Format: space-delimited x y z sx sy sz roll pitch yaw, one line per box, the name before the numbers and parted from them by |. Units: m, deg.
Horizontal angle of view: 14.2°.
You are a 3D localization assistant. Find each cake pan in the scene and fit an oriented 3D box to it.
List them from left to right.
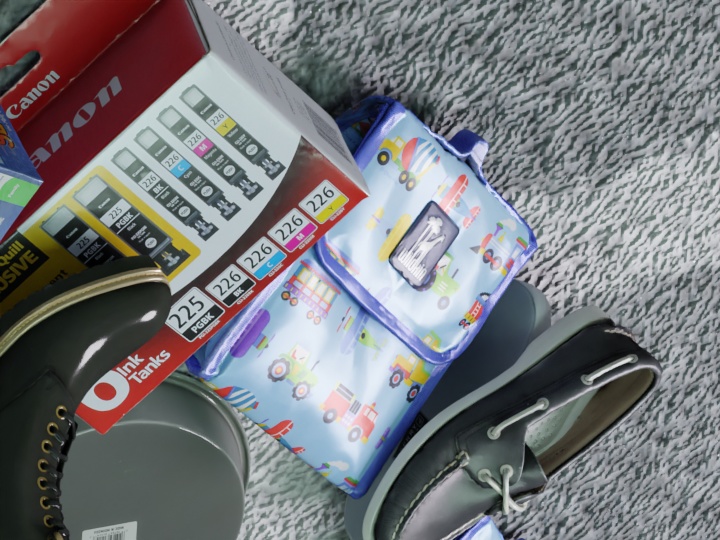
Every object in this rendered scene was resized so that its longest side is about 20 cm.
cake pan | -0.154 0.145 1.705 0.199 0.037 0.201 -13 132 -15

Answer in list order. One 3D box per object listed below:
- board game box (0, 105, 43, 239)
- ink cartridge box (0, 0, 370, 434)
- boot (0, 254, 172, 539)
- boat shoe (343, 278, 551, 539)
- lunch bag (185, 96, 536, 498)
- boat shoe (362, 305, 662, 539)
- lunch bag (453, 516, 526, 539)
board game box | -0.246 -0.014 1.461 0.034 0.136 0.200 19 117 -41
ink cartridge box | -0.130 -0.043 1.515 0.200 0.084 0.175 -42 124 12
boot | -0.152 0.096 1.442 0.200 0.138 0.078 -36 153 -8
boat shoe | 0.067 0.092 1.741 0.068 0.074 0.200 10 115 -41
lunch bag | 0.000 0.000 1.629 0.200 0.094 0.150 -49 130 1
boat shoe | 0.088 0.103 1.661 0.200 0.060 0.074 -38 142 -19
lunch bag | 0.034 0.239 1.853 0.200 0.094 0.151 -39 133 -8
